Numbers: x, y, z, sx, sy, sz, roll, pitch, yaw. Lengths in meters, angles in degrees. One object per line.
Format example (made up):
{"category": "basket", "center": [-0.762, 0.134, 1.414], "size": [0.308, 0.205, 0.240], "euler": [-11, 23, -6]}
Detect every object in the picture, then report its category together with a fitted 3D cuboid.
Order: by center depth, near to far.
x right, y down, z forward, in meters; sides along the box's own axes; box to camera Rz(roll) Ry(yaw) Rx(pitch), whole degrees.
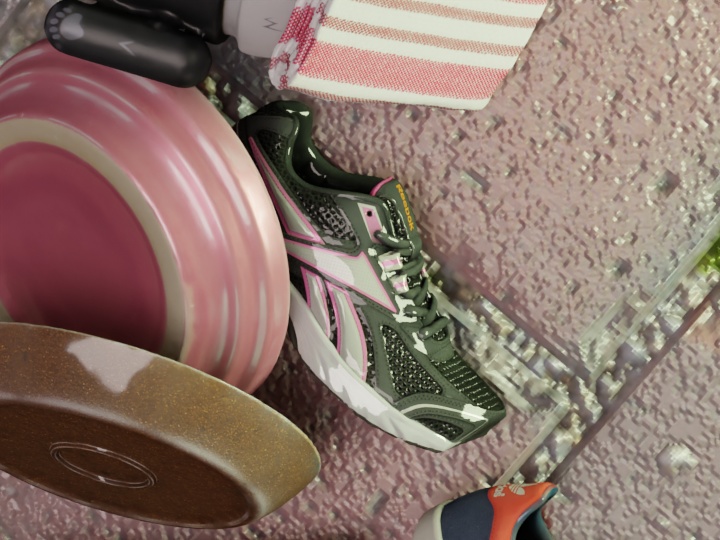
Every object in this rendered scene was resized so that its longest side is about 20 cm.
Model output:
{"category": "towel", "center": [0.048, -0.163, 1.355], "size": [0.030, 0.146, 0.200], "euler": [43, 114, 35]}
{"category": "robot figurine", "center": [-0.085, -0.175, 1.388], "size": [0.200, 0.125, 0.150], "euler": [20, 111, 5]}
{"category": "plant saucer", "center": [-0.123, -0.013, 1.433], "size": [0.201, 0.051, 0.201], "euler": [22, 128, 32]}
{"category": "plant saucer", "center": [-0.119, 0.081, 1.434], "size": [0.200, 0.200, 0.034], "euler": [11, 69, 12]}
{"category": "sneaker", "center": [0.000, 0.000, 1.435], "size": [0.200, 0.080, 0.086], "euler": [44, 109, 0]}
{"category": "sneaker", "center": [0.104, 0.195, 1.459], "size": [0.085, 0.075, 0.200], "euler": [-26, 96, 24]}
